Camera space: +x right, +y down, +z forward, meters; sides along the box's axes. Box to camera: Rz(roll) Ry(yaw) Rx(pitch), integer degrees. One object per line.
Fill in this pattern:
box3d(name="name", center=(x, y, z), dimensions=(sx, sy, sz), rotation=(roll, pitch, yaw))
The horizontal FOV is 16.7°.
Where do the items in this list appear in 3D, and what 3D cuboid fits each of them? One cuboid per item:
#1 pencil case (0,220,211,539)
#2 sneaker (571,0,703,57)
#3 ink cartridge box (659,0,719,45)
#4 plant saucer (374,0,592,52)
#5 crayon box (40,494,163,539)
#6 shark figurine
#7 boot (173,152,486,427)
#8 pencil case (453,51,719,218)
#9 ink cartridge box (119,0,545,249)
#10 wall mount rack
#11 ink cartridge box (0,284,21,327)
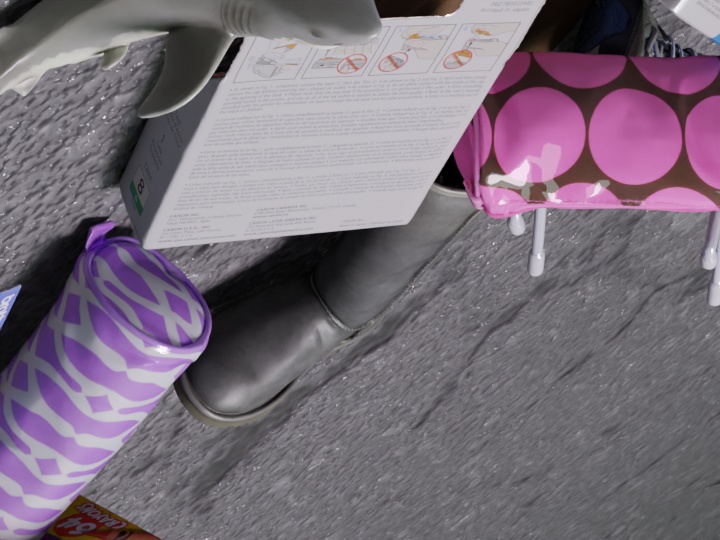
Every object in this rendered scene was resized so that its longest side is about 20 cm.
box3d(name="pencil case", center=(-0.162, 0.071, 1.293), dimensions=(0.200, 0.086, 0.084), rotation=(-47, 167, 26))
box3d(name="sneaker", center=(0.168, -0.113, 1.403), dimensions=(0.200, 0.085, 0.077), rotation=(49, 60, -75))
box3d(name="ink cartridge box", center=(0.215, -0.218, 1.246), dimensions=(0.200, 0.084, 0.146), rotation=(-50, 158, 11))
box3d(name="plant saucer", center=(0.057, -0.132, 1.291), dimensions=(0.200, 0.030, 0.200), rotation=(-32, 160, -13))
box3d(name="crayon box", center=(-0.202, 0.188, 1.340), dimensions=(0.172, 0.200, 0.059), rotation=(-23, 115, -32))
box3d(name="shark figurine", center=(-0.108, -0.117, 1.025), dimensions=(0.213, 0.129, 0.090), rotation=(-19, 134, 3))
box3d(name="boot", center=(-0.002, -0.001, 1.375), dimensions=(0.182, 0.073, 0.200), rotation=(-38, -179, -39))
box3d(name="pencil case", center=(0.146, -0.067, 1.285), dimensions=(0.199, 0.094, 0.091), rotation=(1, 177, -4))
box3d(name="ink cartridge box", center=(-0.014, -0.091, 1.192), dimensions=(0.160, 0.050, 0.200), rotation=(-6, 144, -30))
box3d(name="wall mount rack", center=(0.157, -0.031, 1.455), dimensions=(0.174, 0.199, 0.075), rotation=(31, 70, -79))
box3d(name="ink cartridge box", center=(-0.265, 0.053, 1.152), dimensions=(0.199, 0.042, 0.120), rotation=(-16, 151, -38))
